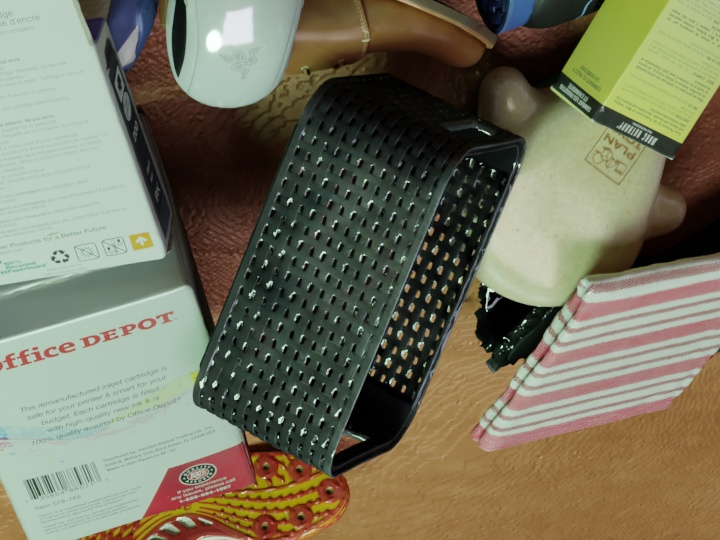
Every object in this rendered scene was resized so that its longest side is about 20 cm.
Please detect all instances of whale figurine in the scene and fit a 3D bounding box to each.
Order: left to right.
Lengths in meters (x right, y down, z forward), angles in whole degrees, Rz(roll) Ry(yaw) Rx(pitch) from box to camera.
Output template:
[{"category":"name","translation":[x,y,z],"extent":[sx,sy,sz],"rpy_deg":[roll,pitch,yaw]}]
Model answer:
[{"category":"whale figurine","translation":[0.129,-0.077,1.540],"extent":[0.159,0.104,0.200],"rpy_deg":[33,97,-22]}]

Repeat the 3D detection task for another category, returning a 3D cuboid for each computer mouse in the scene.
[{"category":"computer mouse","translation":[-0.056,-0.177,1.324],"extent":[0.109,0.044,0.201],"rpy_deg":[-2,108,-17]}]

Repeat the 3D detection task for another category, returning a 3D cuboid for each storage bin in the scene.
[{"category":"storage bin","translation":[0.000,0.000,1.441],"extent":[0.201,0.094,0.135],"rpy_deg":[-67,164,14]}]

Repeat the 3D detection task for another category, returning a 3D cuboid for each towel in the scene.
[{"category":"towel","translation":[0.161,0.043,1.585],"extent":[0.146,0.030,0.200],"rpy_deg":[-12,153,-27]}]

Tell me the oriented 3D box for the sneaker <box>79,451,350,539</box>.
[{"category":"sneaker","translation":[-0.102,0.175,1.766],"extent":[0.199,0.073,0.077],"rpy_deg":[-18,162,7]}]

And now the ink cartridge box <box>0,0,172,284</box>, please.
[{"category":"ink cartridge box","translation":[-0.217,-0.072,1.353],"extent":[0.197,0.043,0.200],"rpy_deg":[-9,135,6]}]

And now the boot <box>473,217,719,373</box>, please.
[{"category":"boot","translation":[0.178,0.004,1.650],"extent":[0.162,0.074,0.198],"rpy_deg":[11,138,-33]}]

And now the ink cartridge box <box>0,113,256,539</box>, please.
[{"category":"ink cartridge box","translation":[-0.160,0.036,1.513],"extent":[0.145,0.145,0.200],"rpy_deg":[-16,141,-3]}]

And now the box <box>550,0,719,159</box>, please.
[{"category":"box","translation":[0.191,-0.165,1.429],"extent":[0.075,0.050,0.200],"rpy_deg":[20,108,-39]}]

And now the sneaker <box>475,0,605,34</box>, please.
[{"category":"sneaker","translation":[0.115,-0.214,1.394],"extent":[0.078,0.070,0.200],"rpy_deg":[-12,143,-22]}]

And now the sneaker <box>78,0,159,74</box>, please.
[{"category":"sneaker","translation":[-0.204,-0.116,1.383],"extent":[0.200,0.075,0.088],"rpy_deg":[-30,136,12]}]

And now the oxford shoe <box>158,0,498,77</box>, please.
[{"category":"oxford shoe","translation":[-0.020,-0.135,1.410],"extent":[0.199,0.071,0.072],"rpy_deg":[13,95,-22]}]
